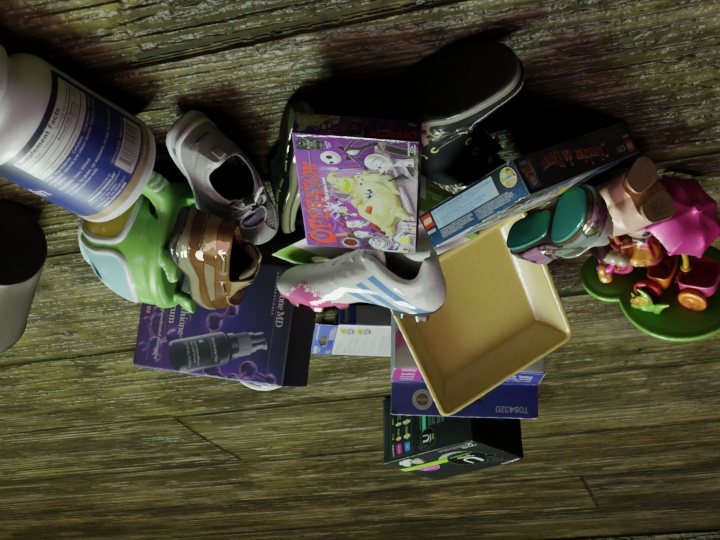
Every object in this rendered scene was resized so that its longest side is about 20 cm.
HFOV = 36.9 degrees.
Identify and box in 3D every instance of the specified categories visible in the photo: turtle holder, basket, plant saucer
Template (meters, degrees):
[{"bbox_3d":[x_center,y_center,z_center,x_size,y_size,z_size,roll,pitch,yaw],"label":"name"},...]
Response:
[{"bbox_3d":[-0.244,-0.038,1.194,0.131,0.141,0.186,11,171,10],"label":"turtle holder"},{"bbox_3d":[-0.467,0.008,1.309,0.180,0.136,0.200,13,148,-29],"label":"basket"},{"bbox_3d":[0.139,0.045,1.312,0.200,0.048,0.200,-30,116,-9],"label":"plant saucer"}]

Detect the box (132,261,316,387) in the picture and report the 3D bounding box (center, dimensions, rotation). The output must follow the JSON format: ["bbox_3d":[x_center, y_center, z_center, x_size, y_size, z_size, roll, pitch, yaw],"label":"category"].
[{"bbox_3d":[-0.161,0.059,1.326,0.199,0.149,0.104,5,175,14],"label":"box"}]

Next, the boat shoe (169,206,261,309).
[{"bbox_3d":[-0.147,-0.004,1.171,0.074,0.076,0.200,8,163,9],"label":"boat shoe"}]

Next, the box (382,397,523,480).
[{"bbox_3d":[0.157,0.274,1.869,0.200,0.125,0.148,-24,145,39],"label":"box"}]

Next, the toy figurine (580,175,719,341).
[{"bbox_3d":[0.345,-0.036,1.255,0.199,0.150,0.184,15,148,28],"label":"toy figurine"}]

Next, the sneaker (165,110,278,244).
[{"bbox_3d":[-0.135,-0.078,1.136,0.075,0.082,0.200,-45,145,-6],"label":"sneaker"}]

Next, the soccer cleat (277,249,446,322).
[{"bbox_3d":[0.000,0.000,1.201,0.199,0.070,0.087,5,122,18],"label":"soccer cleat"}]

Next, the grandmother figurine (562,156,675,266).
[{"bbox_3d":[0.266,-0.059,1.208,0.060,0.122,0.200,-19,178,-25],"label":"grandmother figurine"}]

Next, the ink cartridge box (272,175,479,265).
[{"bbox_3d":[0.014,-0.059,1.225,0.147,0.076,0.200,19,150,-35],"label":"ink cartridge box"}]

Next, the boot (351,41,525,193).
[{"bbox_3d":[0.105,-0.144,1.057,0.203,0.074,0.153,-22,151,39],"label":"boot"}]

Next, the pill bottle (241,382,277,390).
[{"bbox_3d":[-0.127,0.082,1.480,0.111,0.111,0.200,3,155,-6],"label":"pill bottle"}]

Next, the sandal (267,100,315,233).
[{"bbox_3d":[-0.059,-0.102,1.137,0.057,0.080,0.201,-8,157,-17],"label":"sandal"}]

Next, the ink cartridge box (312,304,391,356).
[{"bbox_3d":[0.029,0.089,1.578,0.199,0.042,0.119,0,155,-7],"label":"ink cartridge box"}]

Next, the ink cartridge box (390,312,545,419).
[{"bbox_3d":[0.137,0.086,1.383,0.196,0.201,0.043,2,167,-5],"label":"ink cartridge box"}]

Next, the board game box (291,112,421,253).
[{"bbox_3d":[-0.001,-0.081,1.068,0.120,0.032,0.200,8,151,7],"label":"board game box"}]

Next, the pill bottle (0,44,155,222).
[{"bbox_3d":[-0.301,-0.134,1.020,0.115,0.116,0.200,-17,149,32],"label":"pill bottle"}]

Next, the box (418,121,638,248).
[{"bbox_3d":[0.172,-0.088,1.089,0.200,0.038,0.136,-22,174,-43],"label":"box"}]

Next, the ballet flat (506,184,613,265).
[{"bbox_3d":[0.226,-0.044,1.161,0.071,0.069,0.200,18,165,-13],"label":"ballet flat"}]
